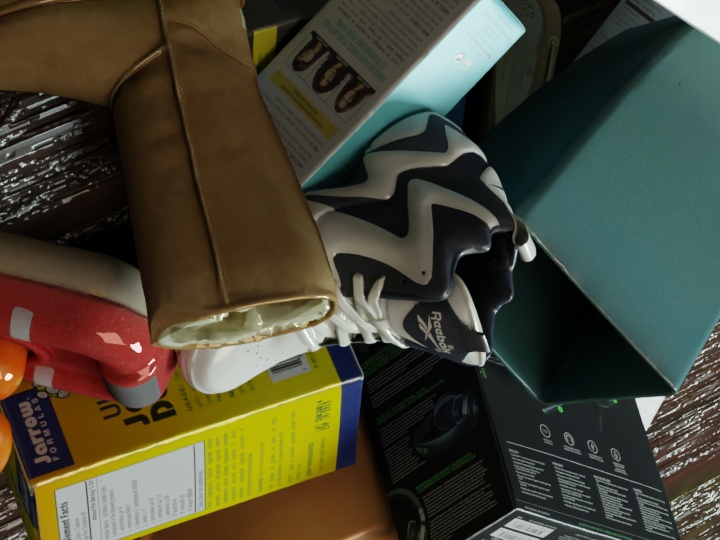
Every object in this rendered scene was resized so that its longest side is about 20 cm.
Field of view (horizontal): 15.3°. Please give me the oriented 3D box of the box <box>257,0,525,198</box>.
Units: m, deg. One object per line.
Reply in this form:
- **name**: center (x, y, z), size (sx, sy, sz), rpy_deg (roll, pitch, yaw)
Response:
- **box**: center (-0.010, -0.090, 1.462), size (0.200, 0.082, 0.049), rpy_deg (-46, 140, 3)

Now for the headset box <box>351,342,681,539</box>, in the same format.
- **headset box**: center (0.092, 0.097, 1.651), size (0.093, 0.201, 0.174), rpy_deg (-35, 145, 30)

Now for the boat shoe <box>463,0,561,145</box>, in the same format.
- **boat shoe**: center (0.087, -0.079, 1.661), size (0.066, 0.074, 0.201), rpy_deg (-12, 130, -27)

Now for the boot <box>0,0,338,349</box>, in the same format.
- **boot**: center (-0.117, -0.055, 1.379), size (0.174, 0.201, 0.066), rpy_deg (-13, 159, -5)

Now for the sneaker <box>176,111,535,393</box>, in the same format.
- **sneaker**: center (0.007, 0.019, 1.405), size (0.199, 0.130, 0.080), rpy_deg (-35, 140, -11)

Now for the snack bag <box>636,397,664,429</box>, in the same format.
- **snack bag**: center (0.166, 0.027, 1.807), size (0.199, 0.021, 0.189), rpy_deg (9, 116, -44)

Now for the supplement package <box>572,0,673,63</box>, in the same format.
- **supplement package**: center (0.239, -0.148, 1.687), size (0.114, 0.110, 0.200), rpy_deg (33, 99, -31)

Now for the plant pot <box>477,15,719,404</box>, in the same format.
- **plant pot**: center (0.151, -0.047, 1.541), size (0.141, 0.141, 0.200), rpy_deg (46, 67, -18)

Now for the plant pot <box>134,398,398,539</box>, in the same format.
- **plant pot**: center (-0.039, 0.153, 1.669), size (0.199, 0.140, 0.201), rpy_deg (-23, 144, -18)

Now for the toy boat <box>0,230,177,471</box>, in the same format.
- **toy boat**: center (-0.202, 0.052, 1.422), size (0.131, 0.199, 0.131), rpy_deg (84, 19, -72)

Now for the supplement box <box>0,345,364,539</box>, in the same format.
- **supplement box**: center (-0.110, 0.073, 1.543), size (0.199, 0.110, 0.109), rpy_deg (-18, 151, -14)

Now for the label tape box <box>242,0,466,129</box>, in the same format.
- **label tape box**: center (-0.034, -0.102, 1.545), size (0.199, 0.063, 0.145), rpy_deg (-17, 132, -28)

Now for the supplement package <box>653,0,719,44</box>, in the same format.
- **supplement package**: center (0.172, -0.263, 1.482), size (0.147, 0.200, 0.192), rpy_deg (24, 105, -48)
